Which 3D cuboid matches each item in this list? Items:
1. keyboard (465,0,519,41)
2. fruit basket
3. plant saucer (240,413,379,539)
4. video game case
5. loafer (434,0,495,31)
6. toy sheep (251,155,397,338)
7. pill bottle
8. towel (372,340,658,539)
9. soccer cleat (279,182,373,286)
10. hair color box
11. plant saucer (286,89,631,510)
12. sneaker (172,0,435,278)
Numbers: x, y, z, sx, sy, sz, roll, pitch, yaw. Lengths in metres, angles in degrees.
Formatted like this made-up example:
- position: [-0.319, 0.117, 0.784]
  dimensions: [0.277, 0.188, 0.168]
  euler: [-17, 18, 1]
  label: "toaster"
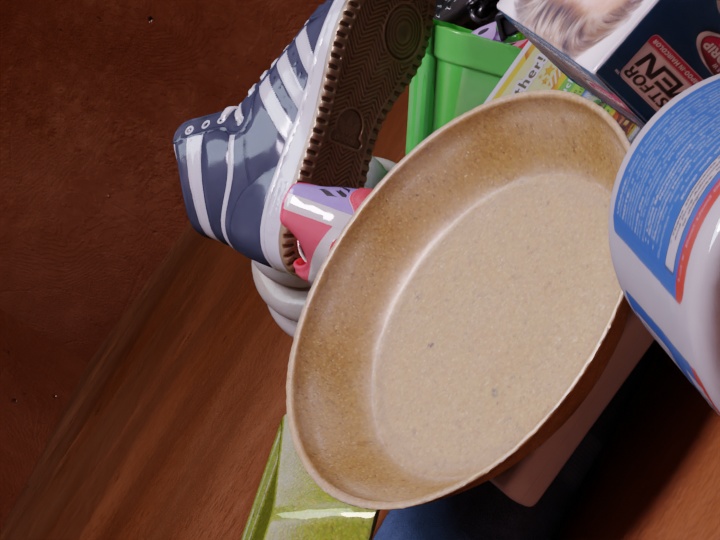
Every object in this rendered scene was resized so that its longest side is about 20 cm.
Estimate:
- position: [0.113, -0.171, 1.123]
  dimensions: [0.127, 0.021, 0.200]
  euler: [-23, 16, 34]
  label: "keyboard"
- position: [0.114, -0.137, 1.250]
  dimensions: [0.216, 0.155, 0.216]
  euler: [-165, 90, -83]
  label: "fruit basket"
- position: [-0.042, 0.168, 1.119]
  dimensions: [0.200, 0.048, 0.200]
  euler: [-89, 18, -73]
  label: "plant saucer"
- position: [0.084, -0.015, 0.947]
  dimensions: [0.200, 0.023, 0.182]
  euler: [-55, 34, 1]
  label: "video game case"
- position: [0.100, -0.185, 1.356]
  dimensions: [0.200, 0.071, 0.073]
  euler: [-31, 38, 46]
  label: "loafer"
- position: [0.002, -0.003, 1.293]
  dimensions: [0.138, 0.200, 0.138]
  euler: [-15, 48, 17]
  label: "toy sheep"
- position: [0.143, -0.009, 0.702]
  dimensions: [0.112, 0.112, 0.200]
  euler: [-56, 10, 8]
  label: "pill bottle"
- position: [0.067, 0.091, 0.957]
  dimensions: [0.200, 0.048, 0.112]
  euler: [-58, 17, -14]
  label: "towel"
- position: [0.000, 0.000, 1.125]
  dimensions: [0.067, 0.076, 0.200]
  euler: [-63, -8, -12]
  label: "soccer cleat"
- position: [0.159, -0.157, 0.902]
  dimensions: [0.200, 0.060, 0.100]
  euler: [-50, 31, 4]
  label: "hair color box"
- position: [0.051, 0.017, 0.908]
  dimensions: [0.200, 0.035, 0.201]
  euler: [-32, 40, 31]
  label: "plant saucer"
- position: [-0.035, -0.100, 1.187]
  dimensions: [0.108, 0.070, 0.200]
  euler: [14, 81, 45]
  label: "sneaker"
